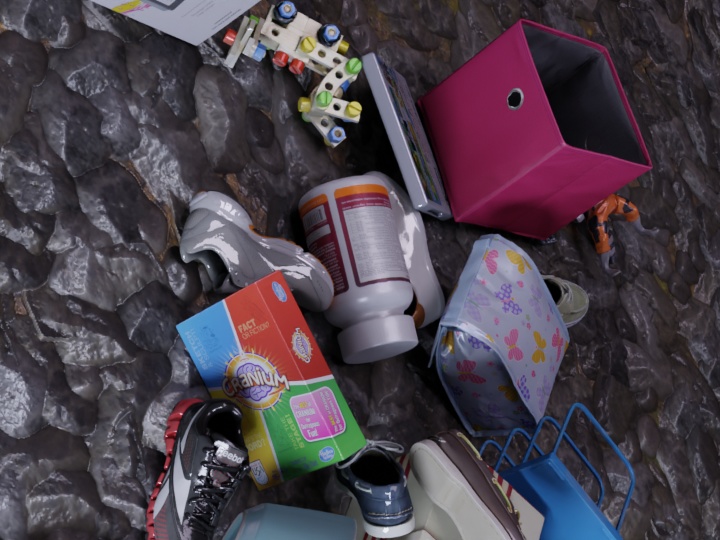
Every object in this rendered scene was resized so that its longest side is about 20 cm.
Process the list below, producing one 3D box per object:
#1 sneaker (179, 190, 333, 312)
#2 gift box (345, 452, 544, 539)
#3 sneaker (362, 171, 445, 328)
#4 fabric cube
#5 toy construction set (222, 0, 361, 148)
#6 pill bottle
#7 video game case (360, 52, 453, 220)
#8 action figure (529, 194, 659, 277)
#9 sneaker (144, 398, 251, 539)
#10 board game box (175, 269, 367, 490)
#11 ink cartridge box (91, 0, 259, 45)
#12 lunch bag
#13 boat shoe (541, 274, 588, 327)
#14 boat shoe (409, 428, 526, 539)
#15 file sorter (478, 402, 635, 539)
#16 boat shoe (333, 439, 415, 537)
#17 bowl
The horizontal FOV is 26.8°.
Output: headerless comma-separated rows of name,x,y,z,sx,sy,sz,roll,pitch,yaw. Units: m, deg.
sneaker,-0.121,0.002,1.679,0.199,0.076,0.093,34,56,-19
gift box,0.080,0.307,1.633,0.184,0.200,0.188,39,48,-18
sneaker,0.037,-0.023,1.841,0.084,0.072,0.201,-24,90,-51
fabric cube,0.228,-0.182,2.000,0.199,0.199,0.198,8,57,-44
toy construction set,-0.080,-0.250,1.832,0.199,0.092,0.132,31,72,-26
pill bottle,0.000,0.000,1.764,0.109,0.109,0.202,0,71,-45
video game case,0.061,-0.165,1.913,0.182,0.022,0.202,12,58,-76
action figure,0.313,-0.080,2.164,0.200,0.105,0.194,-41,95,-18
sneaker,-0.159,0.213,1.506,0.071,0.097,0.202,31,52,-34
board game box,-0.095,0.118,1.577,0.040,0.153,0.201,-27,90,-44
ink cartridge box,-0.222,-0.377,1.699,0.199,0.145,0.148,19,58,-39
lunch bag,0.162,0.077,1.863,0.201,0.126,0.170,61,38,-35
boat shoe,0.253,0.041,2.037,0.199,0.062,0.073,0,70,-47
boat shoe,0.129,0.249,1.541,0.059,0.072,0.200,-22,64,-37
file sorter,0.203,0.262,1.777,0.139,0.199,0.123,50,39,-14
boat shoe,0.011,0.211,1.577,0.074,0.200,0.062,-5,106,-6
bowl,-0.095,0.308,1.474,0.104,0.201,0.202,30,49,-7
